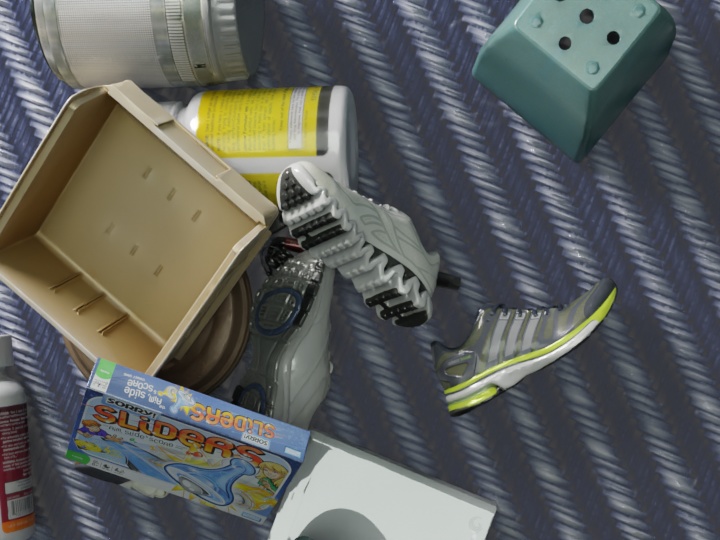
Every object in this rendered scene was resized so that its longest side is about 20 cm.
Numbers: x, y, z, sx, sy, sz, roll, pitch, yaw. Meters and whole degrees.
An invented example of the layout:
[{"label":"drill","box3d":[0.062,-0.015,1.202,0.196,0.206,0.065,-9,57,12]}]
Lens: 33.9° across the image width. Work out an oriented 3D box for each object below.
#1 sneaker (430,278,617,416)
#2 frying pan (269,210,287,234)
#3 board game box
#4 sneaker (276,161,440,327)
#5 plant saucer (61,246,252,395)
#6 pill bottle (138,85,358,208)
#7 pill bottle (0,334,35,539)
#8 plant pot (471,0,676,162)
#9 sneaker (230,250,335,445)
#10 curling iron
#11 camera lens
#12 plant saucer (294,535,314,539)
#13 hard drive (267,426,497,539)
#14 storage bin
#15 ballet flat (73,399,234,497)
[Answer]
[{"label":"sneaker","box3d":[0.153,0.058,1.125,0.199,0.074,0.081,-32,83,3]},{"label":"frying pan","box3d":[-0.151,-0.025,1.177,0.115,0.031,0.191,39,92,3]},{"label":"board game box","box3d":[-0.159,0.157,1.069,0.198,0.136,0.035,20,50,-8]},{"label":"sneaker","box3d":[0.001,-0.035,1.089,0.200,0.075,0.082,45,55,-27]},{"label":"plant saucer","box3d":[-0.204,0.038,1.158,0.197,0.029,0.203,0,92,6]},{"label":"pill bottle","box3d":[-0.105,-0.116,1.133,0.197,0.114,0.116,-1,89,6]},{"label":"pill bottle","box3d":[-0.381,0.167,1.160,0.108,0.110,0.203,-5,88,6]},{"label":"plant pot","box3d":[0.193,-0.204,1.059,0.141,0.200,0.142,40,94,5]},{"label":"sneaker","box3d":[-0.063,0.079,1.132,0.074,0.087,0.202,20,93,43]},{"label":"curling iron","box3d":[0.000,0.000,1.157,0.197,0.026,0.050,6,104,-4]},{"label":"camera lens","box3d":[-0.201,-0.255,1.123,0.197,0.160,0.162,0,89,6]},{"label":"plant saucer","box3d":[-0.041,0.347,1.079,0.038,0.201,0.203,-14,87,-26]},{"label":"hard drive","box3d":[0.019,0.253,1.157,0.198,0.026,0.133,21,91,7]},{"label":"storage bin","box3d":[-0.207,-0.032,1.069,0.200,0.094,0.199,40,113,4]},{"label":"ballet flat","box3d":[-0.183,0.183,1.161,0.198,0.073,0.074,-20,87,3]}]
